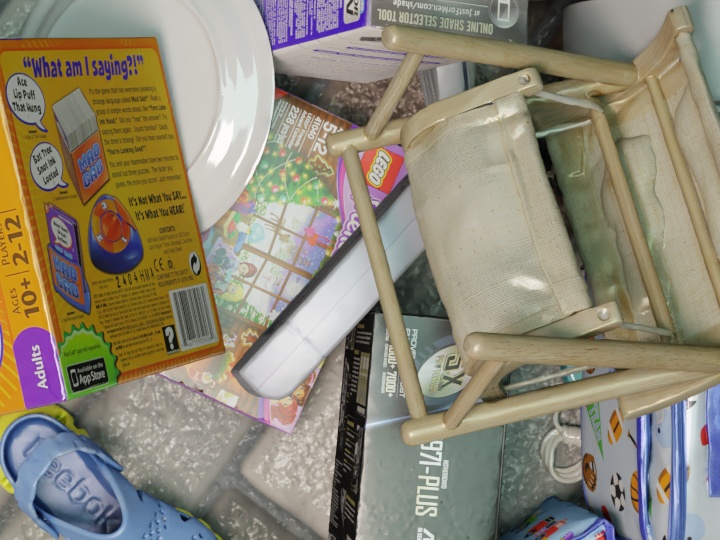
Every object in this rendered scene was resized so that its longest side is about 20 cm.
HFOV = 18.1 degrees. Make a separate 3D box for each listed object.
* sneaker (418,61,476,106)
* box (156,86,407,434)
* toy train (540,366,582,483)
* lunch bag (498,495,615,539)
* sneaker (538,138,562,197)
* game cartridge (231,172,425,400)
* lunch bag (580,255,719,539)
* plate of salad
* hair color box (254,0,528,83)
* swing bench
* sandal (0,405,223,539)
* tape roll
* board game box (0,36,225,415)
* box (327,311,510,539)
[{"bbox_3d":[0.072,-0.191,1.465,0.070,0.073,0.202,-1,91,-8],"label":"sneaker"},{"bbox_3d":[-0.066,-0.013,1.463,0.136,0.039,0.201,24,86,-7],"label":"box"},{"bbox_3d":[0.219,0.082,1.487,0.198,0.056,0.151,-2,89,-7],"label":"toy train"},{"bbox_3d":[0.071,0.231,1.420,0.199,0.151,0.095,-26,92,-6],"label":"lunch bag"},{"bbox_3d":[0.202,-0.066,1.484,0.199,0.078,0.087,24,82,-15],"label":"sneaker"},{"bbox_3d":[0.000,0.000,1.385,0.041,0.133,0.200,42,85,1],"label":"game cartridge"},{"bbox_3d":[0.187,0.072,1.377,0.075,0.160,0.202,-3,95,-12],"label":"lunch bag"},{"bbox_3d":[-0.135,-0.110,1.427,0.199,0.048,0.202,-1,88,29],"label":"plate of salad"},{"bbox_3d":[0.006,-0.159,1.380,0.109,0.200,0.065,4,88,-28],"label":"hair color box"},{"bbox_3d":[0.108,-0.026,1.263,0.199,0.130,0.200,-5,65,-21],"label":"swing bench"},{"bbox_3d":[-0.155,0.163,1.429,0.200,0.087,0.080,37,84,-7],"label":"sandal"},{"bbox_3d":[0.226,-0.133,1.418,0.199,0.200,0.067,1,91,-6],"label":"tape roll"},{"bbox_3d":[-0.227,-0.018,1.331,0.199,0.200,0.201,-12,91,23],"label":"board game box"},{"bbox_3d":[0.034,0.109,1.393,0.085,0.200,0.165,5,88,-5],"label":"box"}]
